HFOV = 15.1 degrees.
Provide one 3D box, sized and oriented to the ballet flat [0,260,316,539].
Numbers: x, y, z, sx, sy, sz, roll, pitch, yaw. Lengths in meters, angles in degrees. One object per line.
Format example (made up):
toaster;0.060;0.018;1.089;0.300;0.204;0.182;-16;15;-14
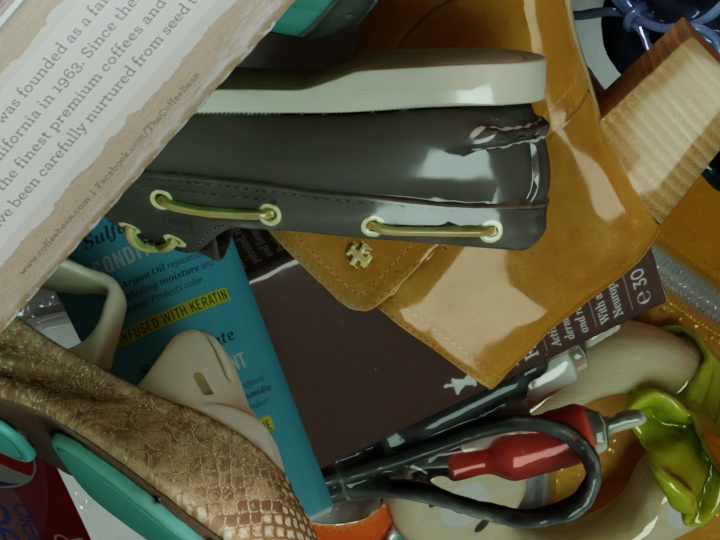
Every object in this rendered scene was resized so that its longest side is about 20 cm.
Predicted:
ballet flat;-0.079;0.037;0.826;0.065;0.200;0.071;-56;163;-16

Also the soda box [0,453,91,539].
soda box;-0.130;0.103;0.897;0.063;0.200;0.070;10;120;-32

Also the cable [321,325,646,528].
cable;0.011;0.072;1.019;0.200;0.097;0.050;-24;169;4

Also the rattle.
rattle;0.074;0.110;1.049;0.200;0.143;0.130;-14;144;-23

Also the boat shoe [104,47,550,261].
boat shoe;-0.042;-0.032;0.833;0.201;0.072;0.061;-2;101;13

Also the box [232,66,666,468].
box;0.000;0.000;0.970;0.200;0.075;0.100;-25;131;-4

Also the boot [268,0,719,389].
boot;0.015;-0.069;0.875;0.144;0.071;0.201;-44;94;11

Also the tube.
tube;-0.071;-0.004;0.887;0.077;0.050;0.200;-24;87;-13

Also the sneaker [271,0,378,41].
sneaker;-0.004;-0.117;0.799;0.080;0.071;0.200;39;144;-28

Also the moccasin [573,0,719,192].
moccasin;0.118;-0.087;0.940;0.068;0.080;0.200;-49;138;-5

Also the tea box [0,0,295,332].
tea box;-0.128;-0.099;0.739;0.134;0.197;0.200;35;105;-30
